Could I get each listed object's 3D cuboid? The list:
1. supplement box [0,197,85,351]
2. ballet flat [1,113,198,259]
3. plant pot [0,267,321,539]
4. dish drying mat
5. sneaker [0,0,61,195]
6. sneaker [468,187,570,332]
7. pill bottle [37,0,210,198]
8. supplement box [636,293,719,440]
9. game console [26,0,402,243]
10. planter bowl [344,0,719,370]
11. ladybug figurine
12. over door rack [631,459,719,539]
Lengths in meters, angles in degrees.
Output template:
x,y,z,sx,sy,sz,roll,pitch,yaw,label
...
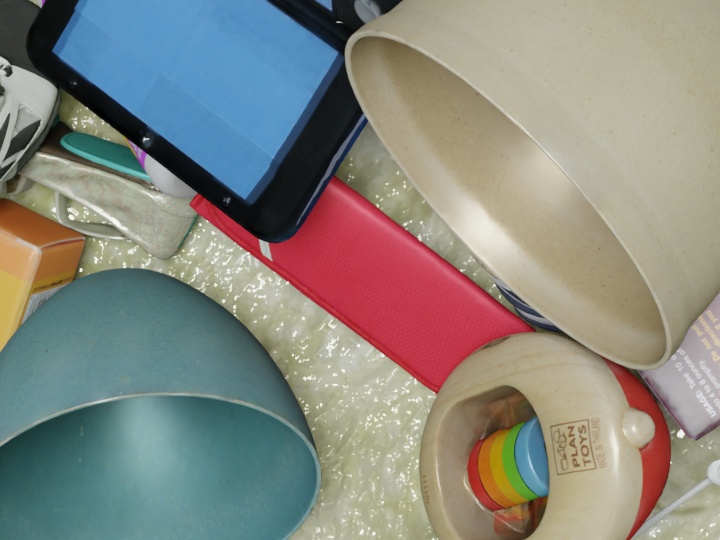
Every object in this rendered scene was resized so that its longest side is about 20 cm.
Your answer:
x,y,z,sx,sy,sz,roll,pitch,yaw,label
-0.236,0.061,0.909,0.066,0.069,0.201,25,102,12,supplement box
-0.193,-0.063,0.916,0.199,0.067,0.063,25,114,13,ballet flat
-0.131,0.078,0.852,0.199,0.200,0.135,-24,50,12,plant pot
0.000,0.000,0.850,0.200,0.018,0.077,38,122,-8,dish drying mat
-0.227,-0.085,0.839,0.074,0.089,0.201,13,64,8,sneaker
0.081,-0.051,0.857,0.070,0.108,0.201,-32,53,13,sneaker
-0.123,-0.148,0.873,0.104,0.104,0.200,-38,74,10,pill bottle
0.234,-0.002,0.793,0.200,0.110,0.086,-36,82,10,supplement box
-0.081,-0.140,0.744,0.200,0.171,0.118,36,71,17,game console
0.109,-0.073,0.677,0.135,0.200,0.200,-43,80,-11,planter bowl
0.101,0.102,0.802,0.072,0.200,0.137,-1,78,-27,ladybug figurine
0.185,0.200,0.817,0.200,0.067,0.148,-42,81,30,over door rack
